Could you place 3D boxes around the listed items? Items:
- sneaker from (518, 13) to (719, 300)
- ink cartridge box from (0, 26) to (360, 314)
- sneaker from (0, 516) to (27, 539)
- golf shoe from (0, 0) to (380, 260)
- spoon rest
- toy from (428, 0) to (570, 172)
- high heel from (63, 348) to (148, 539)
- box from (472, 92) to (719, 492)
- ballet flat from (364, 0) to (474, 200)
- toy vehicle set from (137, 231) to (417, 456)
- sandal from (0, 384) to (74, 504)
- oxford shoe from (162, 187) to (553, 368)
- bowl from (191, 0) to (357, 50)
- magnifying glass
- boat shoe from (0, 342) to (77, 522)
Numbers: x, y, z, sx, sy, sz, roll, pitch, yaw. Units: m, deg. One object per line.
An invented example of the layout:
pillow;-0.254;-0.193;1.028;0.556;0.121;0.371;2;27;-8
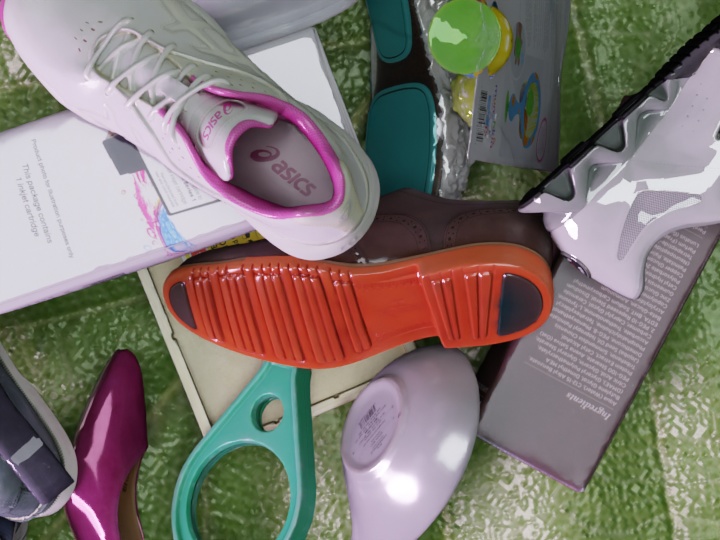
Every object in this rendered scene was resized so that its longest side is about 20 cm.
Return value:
sneaker;0.178;-0.069;1.241;0.200;0.074;0.089;-44;92;9
ink cartridge box;-0.102;-0.047;1.262;0.199;0.145;0.084;-19;91;-2
sneaker;-0.255;0.125;1.316;0.145;0.077;0.203;-24;102;10
golf shoe;-0.076;-0.080;1.146;0.199;0.092;0.076;32;89;1
spoon rest;0.001;0.122;1.322;0.060;0.100;0.200;25;117;-31
toy;0.067;-0.111;1.275;0.047;0.200;0.116;5;92;13
high heel;-0.109;0.143;1.334;0.095;0.067;0.201;11;106;7
box;0.127;0.009;1.324;0.075;0.100;0.201;27;90;-3
ballet flat;0.040;-0.105;1.337;0.071;0.072;0.202;-4;94;-2
toy vehicle set;-0.059;-0.017;1.351;0.124;0.027;0.201;-21;92;-1
sandal;-0.200;0.029;1.250;0.043;0.076;0.200;-39;76;-8
oxford shoe;0.000;0.000;1.287;0.198;0.073;0.071;-1;134;8
bowl;-0.059;-0.164;1.270;0.200;0.201;0.091;-19;105;-1
magnifying glass;-0.043;0.067;1.317;0.079;0.022;0.201;15;82;33
boat shoe;-0.226;0.049;1.302;0.200;0.062;0.073;47;114;17
